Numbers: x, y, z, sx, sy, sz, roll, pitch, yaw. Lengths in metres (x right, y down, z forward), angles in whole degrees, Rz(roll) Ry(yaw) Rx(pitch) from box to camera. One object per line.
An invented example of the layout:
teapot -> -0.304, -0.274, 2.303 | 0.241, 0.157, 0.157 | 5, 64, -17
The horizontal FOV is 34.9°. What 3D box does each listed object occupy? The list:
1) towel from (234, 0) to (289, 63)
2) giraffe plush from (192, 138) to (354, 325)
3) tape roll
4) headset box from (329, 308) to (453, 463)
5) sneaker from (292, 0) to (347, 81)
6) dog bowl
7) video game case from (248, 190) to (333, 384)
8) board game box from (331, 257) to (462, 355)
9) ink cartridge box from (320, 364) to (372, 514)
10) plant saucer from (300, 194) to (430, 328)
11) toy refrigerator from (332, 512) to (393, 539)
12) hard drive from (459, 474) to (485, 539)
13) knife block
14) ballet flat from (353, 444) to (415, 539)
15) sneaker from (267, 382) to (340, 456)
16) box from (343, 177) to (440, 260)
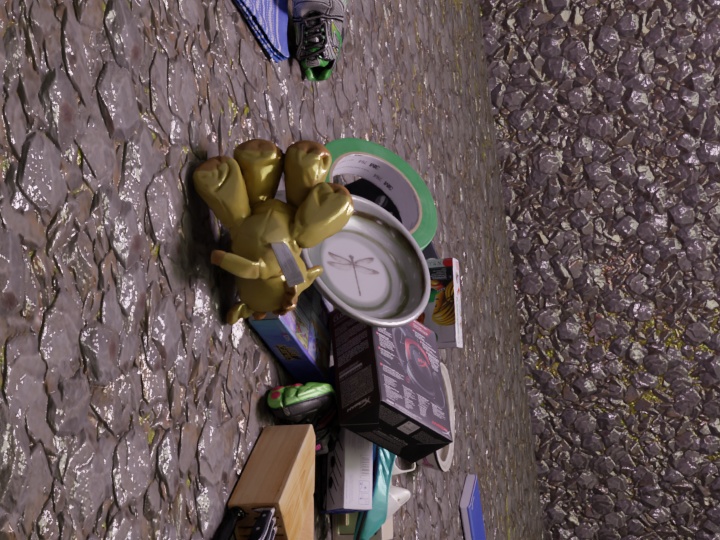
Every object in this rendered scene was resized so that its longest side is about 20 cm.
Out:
towel -> -0.129, -0.374, 1.458 | 0.200, 0.024, 0.145 | 53, 35, -63
giraffe plush -> -0.098, -0.025, 1.276 | 0.162, 0.172, 0.201 | 101, -16, -57
tape roll -> 0.012, -0.094, 1.609 | 0.048, 0.200, 0.201 | -50, -158, 43
headset box -> 0.038, 0.130, 1.509 | 0.148, 0.075, 0.201 | 33, 36, -38
sneaker -> -0.055, -0.329, 1.579 | 0.200, 0.078, 0.086 | 74, 20, -70
dog bowl -> 0.119, 0.269, 2.103 | 0.200, 0.073, 0.201 | -4, 90, -75
video game case -> -0.084, 0.026, 1.473 | 0.200, 0.045, 0.182 | 61, 27, -57
board game box -> 0.044, 0.053, 1.642 | 0.035, 0.199, 0.127 | 21, 65, -71
ink cartridge box -> -0.019, 0.229, 1.572 | 0.094, 0.044, 0.201 | 147, -53, -64
plant saucer -> -0.004, -0.005, 1.469 | 0.199, 0.050, 0.201 | 21, 46, -24
toy refrigerator -> 0.001, 0.288, 1.657 | 0.070, 0.076, 0.201 | 29, 58, -72
hard drive -> 0.260, 0.590, 2.629 | 0.132, 0.025, 0.201 | -61, 144, -64
knife block -> -0.107, 0.260, 1.286 | 0.176, 0.064, 0.201 | 50, 38, -66
ballet flat -> 0.039, 0.284, 1.586 | 0.067, 0.070, 0.201 | 109, -9, -76
sneaker -> -0.061, 0.191, 1.454 | 0.200, 0.076, 0.084 | 44, 40, -66
box -> 0.053, -0.042, 1.743 | 0.122, 0.106, 0.201 | 55, 11, -76
